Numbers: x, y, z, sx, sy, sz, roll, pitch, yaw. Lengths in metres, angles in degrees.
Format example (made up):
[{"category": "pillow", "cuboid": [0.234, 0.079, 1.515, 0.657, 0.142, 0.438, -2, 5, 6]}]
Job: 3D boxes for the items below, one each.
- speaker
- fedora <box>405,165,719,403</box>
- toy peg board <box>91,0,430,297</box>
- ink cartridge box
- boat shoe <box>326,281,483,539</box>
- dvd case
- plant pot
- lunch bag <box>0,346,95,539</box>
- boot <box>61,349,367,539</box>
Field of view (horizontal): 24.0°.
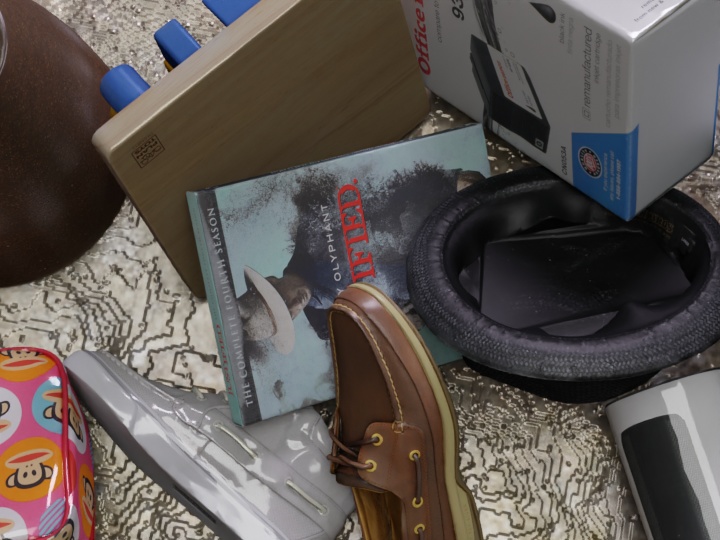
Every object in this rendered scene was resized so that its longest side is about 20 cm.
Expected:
[{"category": "speaker", "cuboid": [0.218, 0.166, 1.035, 0.081, 0.081, 0.201, -16, 79, -4]}, {"category": "fedora", "cuboid": [0.128, 0.023, 1.027, 0.199, 0.092, 0.201, -2, 44, 2]}, {"category": "toy peg board", "cuboid": [-0.075, -0.115, 1.043, 0.200, 0.199, 0.098, -40, 64, -8]}, {"category": "ink cartridge box", "cuboid": [0.116, -0.147, 1.026, 0.084, 0.145, 0.200, -36, 53, -23]}, {"category": "boat shoe", "cuboid": [0.017, 0.106, 1.006, 0.067, 0.072, 0.201, -27, 113, -28]}, {"category": "dvd case", "cuboid": [0.000, 0.000, 1.040, 0.199, 0.022, 0.147, -14, 100, -24]}, {"category": "plant pot", "cuboid": [-0.240, -0.102, 1.026, 0.186, 0.200, 0.188, 0, 77, -1]}, {"category": "lunch bag", "cuboid": [-0.257, 0.142, 0.999, 0.199, 0.082, 0.177, -10, 47, -1]}, {"category": "boot", "cuboid": [-0.087, 0.099, 1.058, 0.200, 0.074, 0.096, 43, 70, 3]}]
